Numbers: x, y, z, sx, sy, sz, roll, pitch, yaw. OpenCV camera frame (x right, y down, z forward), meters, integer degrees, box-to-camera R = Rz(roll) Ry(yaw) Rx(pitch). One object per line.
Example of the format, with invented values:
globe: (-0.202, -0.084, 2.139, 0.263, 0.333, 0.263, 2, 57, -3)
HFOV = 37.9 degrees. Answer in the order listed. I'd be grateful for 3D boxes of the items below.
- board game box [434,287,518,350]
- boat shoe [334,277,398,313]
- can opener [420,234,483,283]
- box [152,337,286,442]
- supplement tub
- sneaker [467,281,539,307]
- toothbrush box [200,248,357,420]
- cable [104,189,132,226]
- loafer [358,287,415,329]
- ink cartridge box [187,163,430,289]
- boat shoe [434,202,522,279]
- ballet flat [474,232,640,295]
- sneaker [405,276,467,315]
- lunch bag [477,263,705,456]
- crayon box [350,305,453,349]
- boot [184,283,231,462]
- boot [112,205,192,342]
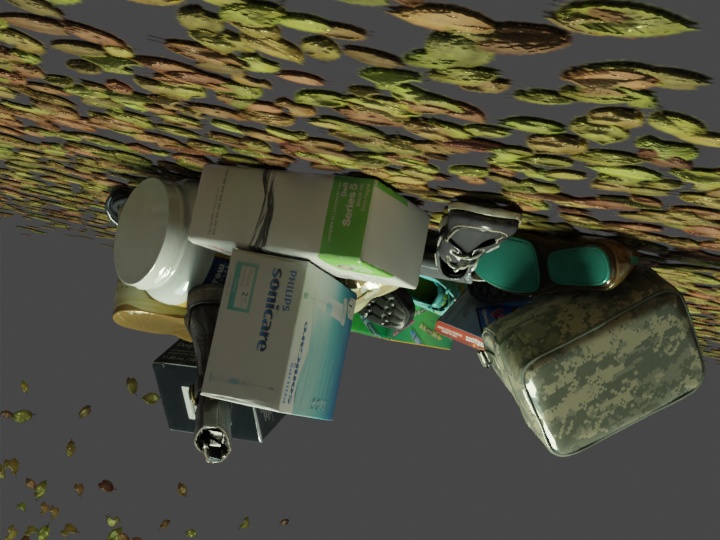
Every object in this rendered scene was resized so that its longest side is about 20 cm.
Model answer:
board game box: (0.177, 0.051, 1.342, 0.102, 0.020, 0.200, 20, -152, 18)
boat shoe: (-0.005, 0.001, 1.190, 0.065, 0.073, 0.200, -11, 162, -34)
can opener: (0.120, -0.022, 1.227, 0.199, 0.054, 0.067, 10, 142, 19)
box: (-0.155, 0.127, 1.412, 0.148, 0.108, 0.200, 3, -154, 26)
supplement tub: (-0.168, -0.023, 1.213, 0.199, 0.145, 0.144, 15, 173, -39)
sneaker: (0.233, 0.020, 1.318, 0.199, 0.066, 0.078, 9, -172, 14)
toothbrush box: (-0.077, 0.072, 1.081, 0.085, 0.147, 0.200, 10, 173, 14)
cable: (-0.263, -0.076, 1.430, 0.162, 0.051, 0.200, 22, 166, -18)
loafer: (0.000, 0.000, 1.302, 0.200, 0.068, 0.070, 39, -147, 30)
ink cartridge box: (-0.050, -0.045, 1.063, 0.199, 0.085, 0.145, 8, 173, 26)
boat shoe: (0.112, -0.026, 1.038, 0.072, 0.063, 0.200, 12, 175, -3)
ballet flat: (0.205, -0.010, 1.086, 0.072, 0.068, 0.199, -9, -176, -37)
sneaker: (0.118, 0.040, 1.422, 0.199, 0.078, 0.080, 20, -162, -5)
lunch bag: (0.236, 0.075, 1.101, 0.199, 0.140, 0.168, -28, -154, -3)
crayon box: (0.044, 0.069, 1.513, 0.118, 0.059, 0.200, 11, 178, 32)
boot: (-0.162, 0.123, 1.146, 0.069, 0.175, 0.200, -3, 158, -2)
boot: (-0.216, 0.006, 1.313, 0.199, 0.156, 0.073, 14, 149, -37)
